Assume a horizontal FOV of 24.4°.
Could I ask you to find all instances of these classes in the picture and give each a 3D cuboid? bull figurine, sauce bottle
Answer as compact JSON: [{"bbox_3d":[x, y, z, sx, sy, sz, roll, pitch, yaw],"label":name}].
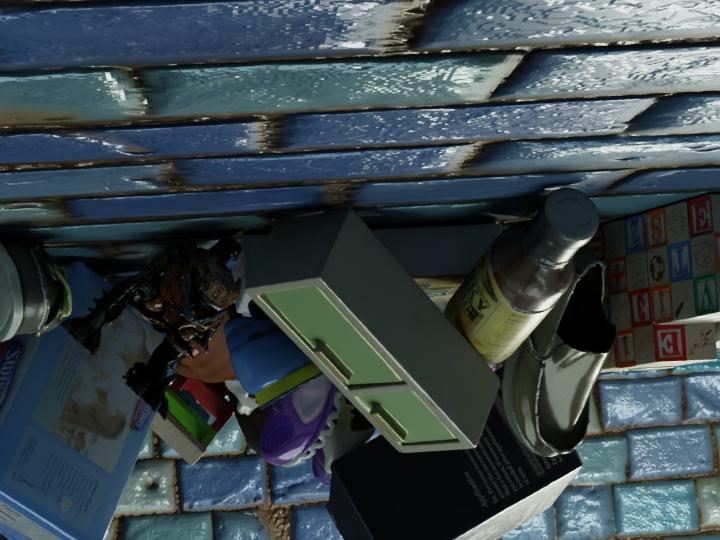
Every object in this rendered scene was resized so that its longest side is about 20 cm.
[{"bbox_3d":[-0.146,0.062,1.477,0.121,0.065,0.200,-2,146,14],"label":"bull figurine"},{"bbox_3d":[0.114,0.005,1.189,0.064,0.065,0.200,-1,152,-19],"label":"sauce bottle"}]

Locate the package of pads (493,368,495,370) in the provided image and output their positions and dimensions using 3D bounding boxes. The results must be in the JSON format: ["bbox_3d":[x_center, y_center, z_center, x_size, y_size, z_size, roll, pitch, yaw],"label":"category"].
[{"bbox_3d":[0.022,0.068,1.582,0.199,0.069,0.154,19,-179,19],"label":"package of pads"}]

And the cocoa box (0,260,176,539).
[{"bbox_3d":[-0.257,0.113,1.342,0.131,0.201,0.133,-9,140,43],"label":"cocoa box"}]

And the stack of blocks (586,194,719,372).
[{"bbox_3d":[0.238,0.014,1.280,0.058,0.116,0.200,-1,172,-24],"label":"stack of blocks"}]

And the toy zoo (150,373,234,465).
[{"bbox_3d":[-0.172,0.096,1.582,0.020,0.131,0.200,-45,-177,21],"label":"toy zoo"}]

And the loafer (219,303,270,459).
[{"bbox_3d":[-0.097,0.091,1.599,0.071,0.200,0.073,-46,147,20],"label":"loafer"}]

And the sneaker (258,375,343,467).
[{"bbox_3d":[-0.051,0.076,1.467,0.088,0.201,0.080,19,-168,-33],"label":"sneaker"}]

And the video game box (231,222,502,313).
[{"bbox_3d":[0.000,0.000,1.329,0.199,0.047,0.182,-3,175,-7],"label":"video game box"}]

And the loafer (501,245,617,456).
[{"bbox_3d":[0.157,0.063,1.290,0.075,0.201,0.070,-27,-145,-34],"label":"loafer"}]

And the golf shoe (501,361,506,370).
[{"bbox_3d":[0.152,0.010,1.395,0.077,0.095,0.200,8,-156,19],"label":"golf shoe"}]

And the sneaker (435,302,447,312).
[{"bbox_3d":[0.113,0.018,1.500,0.200,0.092,0.076,27,-166,-42],"label":"sneaker"}]

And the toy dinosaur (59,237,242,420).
[{"bbox_3d":[-0.141,0.028,1.257,0.102,0.136,0.200,41,173,4],"label":"toy dinosaur"}]

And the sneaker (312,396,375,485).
[{"bbox_3d":[-0.026,0.142,1.637,0.080,0.084,0.200,18,-157,-1],"label":"sneaker"}]

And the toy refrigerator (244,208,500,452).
[{"bbox_3d":[0.011,0.050,1.196,0.076,0.070,0.200,-8,135,40],"label":"toy refrigerator"}]

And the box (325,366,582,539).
[{"bbox_3d":[0.080,0.199,1.534,0.199,0.118,0.197,-28,164,-11],"label":"box"}]

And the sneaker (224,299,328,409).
[{"bbox_3d":[-0.035,0.041,1.274,0.066,0.079,0.200,-34,175,31],"label":"sneaker"}]

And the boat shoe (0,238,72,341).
[{"bbox_3d":[-0.241,0.013,1.200,0.060,0.072,0.202,-3,180,-17],"label":"boat shoe"}]

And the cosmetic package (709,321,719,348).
[{"bbox_3d":[0.348,0.009,1.351,0.199,0.104,0.073,-2,173,-24],"label":"cosmetic package"}]
